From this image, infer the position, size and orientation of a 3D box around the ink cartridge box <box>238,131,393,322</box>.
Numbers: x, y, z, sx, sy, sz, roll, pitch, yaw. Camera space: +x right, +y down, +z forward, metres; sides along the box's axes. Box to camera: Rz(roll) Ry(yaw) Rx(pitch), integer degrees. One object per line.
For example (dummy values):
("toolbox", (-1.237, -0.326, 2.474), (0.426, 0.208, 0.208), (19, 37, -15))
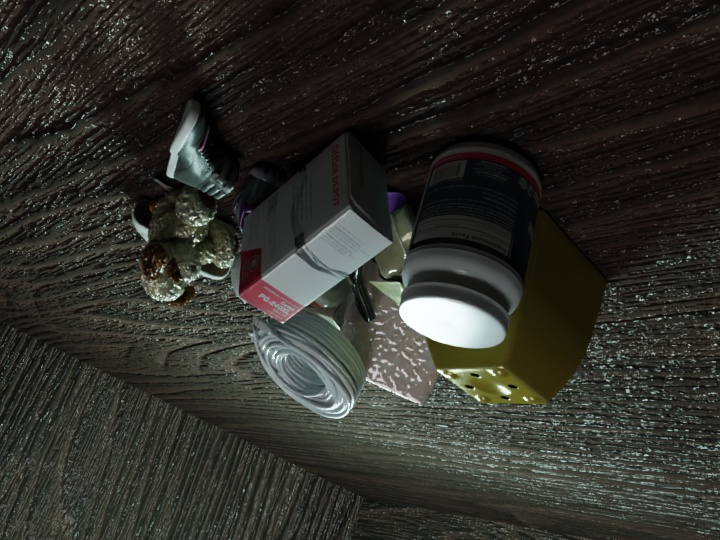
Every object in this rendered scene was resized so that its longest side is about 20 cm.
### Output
("ink cartridge box", (-0.058, -0.053, 0.824), (0.198, 0.148, 0.083), (-34, 129, 27))

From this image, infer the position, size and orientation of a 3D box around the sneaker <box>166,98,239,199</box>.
("sneaker", (-0.205, -0.161, 0.890), (0.097, 0.072, 0.200), (23, 161, -13))

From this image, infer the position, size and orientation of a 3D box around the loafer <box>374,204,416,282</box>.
("loafer", (0.054, -0.025, 0.933), (0.067, 0.077, 0.201), (-17, 157, -3))

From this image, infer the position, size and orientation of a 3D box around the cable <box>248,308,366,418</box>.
("cable", (-0.083, 0.153, 1.080), (0.196, 0.070, 0.203), (23, 141, 22))

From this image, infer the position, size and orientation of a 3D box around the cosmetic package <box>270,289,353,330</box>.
("cosmetic package", (-0.089, 0.065, 1.203), (0.196, 0.074, 0.104), (13, 151, 36))

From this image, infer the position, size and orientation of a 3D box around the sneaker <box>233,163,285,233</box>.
("sneaker", (-0.168, -0.078, 0.998), (0.073, 0.089, 0.200), (21, 154, -6))

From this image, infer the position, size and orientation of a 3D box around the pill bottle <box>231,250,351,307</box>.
("pill bottle", (-0.118, 0.005, 1.096), (0.196, 0.117, 0.114), (-3, 147, 39))

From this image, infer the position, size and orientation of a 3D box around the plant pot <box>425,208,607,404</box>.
("plant pot", (0.199, 0.069, 0.902), (0.193, 0.204, 0.193), (-12, 142, 46))

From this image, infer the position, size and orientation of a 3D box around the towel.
("towel", (0.062, 0.101, 1.093), (0.187, 0.204, 0.032), (23, -163, 3))

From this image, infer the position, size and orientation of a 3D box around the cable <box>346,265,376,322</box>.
("cable", (0.000, 0.000, 0.997), (0.097, 0.050, 0.203), (33, 154, 55))

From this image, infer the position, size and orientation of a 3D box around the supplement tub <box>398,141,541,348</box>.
("supplement tub", (0.126, -0.030, 0.755), (0.137, 0.204, 0.141), (15, 156, 7))

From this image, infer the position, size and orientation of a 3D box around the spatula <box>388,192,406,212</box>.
("spatula", (0.027, -0.061, 0.971), (0.055, 0.021, 0.201), (-5, 161, -9))

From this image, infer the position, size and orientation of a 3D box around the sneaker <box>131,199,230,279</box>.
("sneaker", (-0.325, -0.052, 1.192), (0.198, 0.074, 0.084), (38, 155, -12))

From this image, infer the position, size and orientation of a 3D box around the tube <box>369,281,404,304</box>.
("tube", (0.109, 0.057, 0.997), (0.197, 0.053, 0.058), (28, 124, -28))

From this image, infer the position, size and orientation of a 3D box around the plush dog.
("plush dog", (-0.307, -0.035, 1.077), (0.156, 0.175, 0.201), (10, 154, 13))
